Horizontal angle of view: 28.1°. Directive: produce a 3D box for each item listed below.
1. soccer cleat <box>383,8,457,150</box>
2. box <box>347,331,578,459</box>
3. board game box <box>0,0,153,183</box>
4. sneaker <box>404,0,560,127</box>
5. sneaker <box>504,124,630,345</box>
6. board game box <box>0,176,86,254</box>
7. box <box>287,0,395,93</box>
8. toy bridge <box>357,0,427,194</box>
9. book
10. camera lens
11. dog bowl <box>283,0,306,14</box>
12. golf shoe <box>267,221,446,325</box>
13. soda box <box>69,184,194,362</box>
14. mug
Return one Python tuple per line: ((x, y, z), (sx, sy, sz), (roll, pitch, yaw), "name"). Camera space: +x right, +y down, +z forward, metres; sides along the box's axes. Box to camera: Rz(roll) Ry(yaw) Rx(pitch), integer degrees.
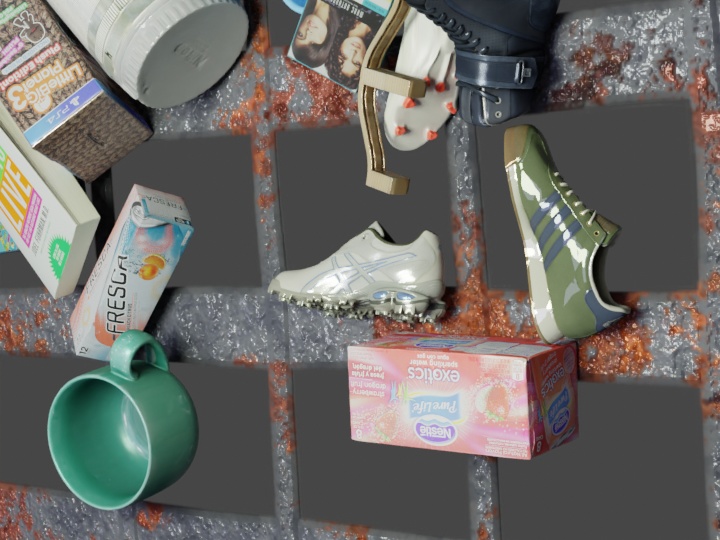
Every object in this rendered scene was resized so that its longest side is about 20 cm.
((0.067, -0.211, 1.363), (0.078, 0.069, 0.201), (57, 135, 51), "soccer cleat")
((0.096, 0.114, 1.353), (0.199, 0.102, 0.095), (1, 97, 35), "box")
((-0.341, -0.217, 1.572), (0.097, 0.159, 0.200), (-37, 76, 3), "board game box")
((0.085, -0.201, 1.268), (0.077, 0.201, 0.147), (41, 124, 54), "sneaker")
((0.192, -0.039, 1.293), (0.089, 0.067, 0.202), (-11, 88, 26), "sneaker")
((-0.415, -0.099, 1.729), (0.199, 0.047, 0.152), (-6, 92, 36), "board game box")
((0.004, -0.275, 1.347), (0.082, 0.049, 0.201), (29, 120, 12), "box")
((0.030, -0.175, 1.331), (0.067, 0.027, 0.201), (23, 110, 42), "toy bridge")
((-0.374, -0.085, 1.636), (0.200, 0.048, 0.134), (50, 138, 21), "book")
((-0.231, -0.289, 1.501), (0.200, 0.160, 0.160), (49, 120, 21), "camera lens")
((-0.059, -0.337, 1.440), (0.111, 0.049, 0.201), (-40, 72, 33), "dog bowl")
((0.000, 0.000, 1.439), (0.199, 0.078, 0.098), (2, 80, 30), "golf shoe")
((-0.258, 0.007, 1.605), (0.201, 0.063, 0.069), (-60, 32, 25), "soda box")
((-0.245, 0.168, 1.595), (0.185, 0.114, 0.152), (-43, 76, 30), "mug")
